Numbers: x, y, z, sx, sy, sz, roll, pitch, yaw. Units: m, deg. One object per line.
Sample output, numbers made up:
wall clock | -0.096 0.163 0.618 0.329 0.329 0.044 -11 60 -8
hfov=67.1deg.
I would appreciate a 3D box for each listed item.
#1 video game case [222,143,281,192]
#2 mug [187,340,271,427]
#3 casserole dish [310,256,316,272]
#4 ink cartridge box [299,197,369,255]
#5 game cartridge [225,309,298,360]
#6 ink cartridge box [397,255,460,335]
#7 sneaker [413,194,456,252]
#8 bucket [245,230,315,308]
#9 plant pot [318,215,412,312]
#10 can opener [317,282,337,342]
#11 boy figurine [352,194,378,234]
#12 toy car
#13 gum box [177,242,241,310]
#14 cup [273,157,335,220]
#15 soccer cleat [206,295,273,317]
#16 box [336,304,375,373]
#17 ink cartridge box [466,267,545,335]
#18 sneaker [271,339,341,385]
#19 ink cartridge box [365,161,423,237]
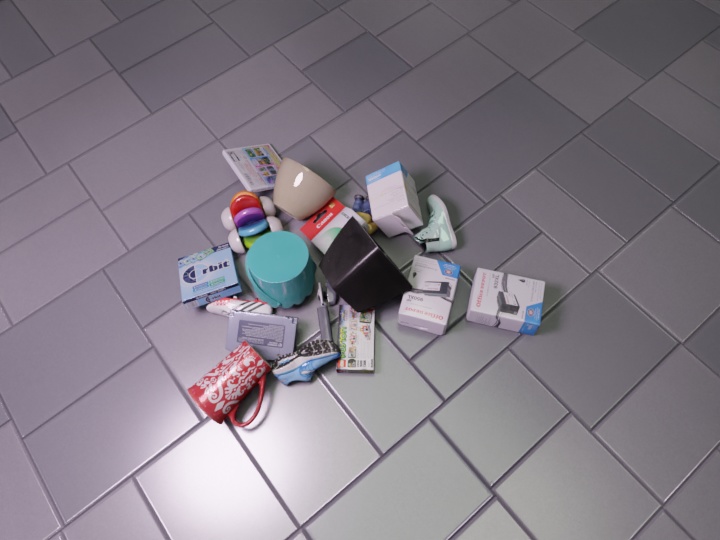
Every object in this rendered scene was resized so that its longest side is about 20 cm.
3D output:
video game case | -0.342 -0.349 1.840 0.182 0.024 0.200 -18 60 -36
mug | -0.338 0.314 1.488 0.200 0.133 0.178 -45 112 -12
casserole dish | -0.224 0.015 1.683 0.121 0.039 0.200 30 67 16
ink cartridge box | -0.092 -0.141 1.708 0.161 0.050 0.200 -44 57 -3
game cartridge | -0.286 0.189 1.568 0.199 0.042 0.134 8 95 1
ink cartridge box | 0.204 0.072 1.609 0.144 0.084 0.200 13 65 10
sneaker | 0.219 -0.149 1.722 0.118 0.074 0.201 -12 66 -11
bucket | -0.234 -0.007 1.592 0.207 0.135 0.208 0 59 1
plant pot | 0.000 0.000 1.577 0.177 0.200 0.200 -42 39 4
can opener | -0.094 0.124 1.614 0.067 0.053 0.200 -10 64 -2
boy figurine | 0.004 -0.147 1.740 0.124 0.064 0.200 6 64 7
toy car | -0.348 -0.163 1.715 0.175 0.150 0.200 -20 64 -8
gum box | -0.463 0.013 1.657 0.170 0.045 0.200 -19 45 -7
cup | -0.199 -0.246 1.744 0.200 0.200 0.143 30 87 16
soccer cleat | -0.362 0.125 1.619 0.199 0.069 0.085 1 59 -2
box | -0.012 0.197 1.583 0.110 0.035 0.200 1 63 3
ink cartridge box | 0.424 0.089 1.590 0.199 0.084 0.145 12 65 9
sneaker | -0.146 0.264 1.535 0.200 0.090 0.078 -21 26 2
ink cartridge box | 0.108 -0.211 1.707 0.125 0.129 0.200 -20 58 21
